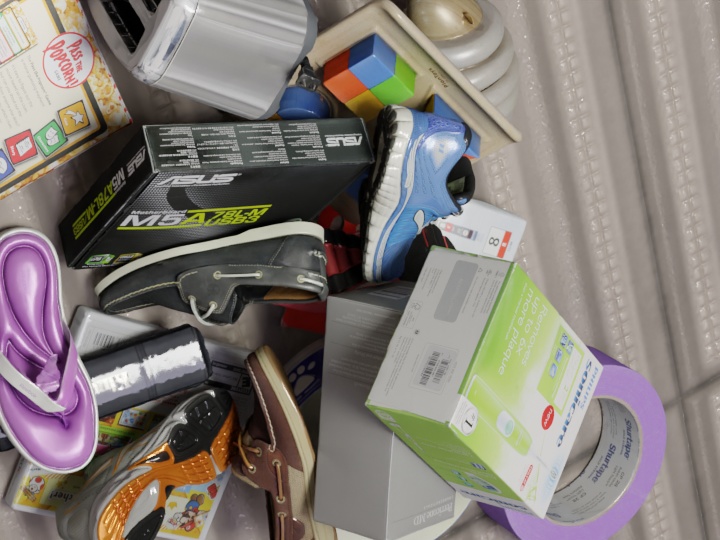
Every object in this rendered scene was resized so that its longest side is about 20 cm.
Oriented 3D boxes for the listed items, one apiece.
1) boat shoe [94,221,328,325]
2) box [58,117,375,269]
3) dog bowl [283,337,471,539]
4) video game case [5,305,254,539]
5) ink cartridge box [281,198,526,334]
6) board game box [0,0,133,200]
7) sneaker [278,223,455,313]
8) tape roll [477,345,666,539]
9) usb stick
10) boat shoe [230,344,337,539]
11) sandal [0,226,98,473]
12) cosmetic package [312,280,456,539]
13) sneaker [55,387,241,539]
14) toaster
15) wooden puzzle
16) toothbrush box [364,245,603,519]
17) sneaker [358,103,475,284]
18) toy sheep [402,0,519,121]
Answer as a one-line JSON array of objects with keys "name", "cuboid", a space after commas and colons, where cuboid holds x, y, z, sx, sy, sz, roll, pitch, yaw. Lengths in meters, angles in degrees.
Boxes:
[{"name": "boat shoe", "cuboid": [-0.123, 0.013, 1.650, 0.199, 0.072, 0.068, -11, 76, 9]}, {"name": "box", "cuboid": [-0.118, -0.061, 1.614, 0.199, 0.193, 0.048, -4, 72, -32]}, {"name": "dog bowl", "cuboid": [0.009, 0.157, 1.803, 0.199, 0.079, 0.201, -5, 112, -12]}, {"name": "video game case", "cuboid": [-0.189, 0.137, 1.739, 0.199, 0.023, 0.183, 17, 99, -37]}, {"name": "ink cartridge box", "cuboid": [0.043, 0.001, 1.816, 0.199, 0.050, 0.163, 14, 100, -39]}, {"name": "board game box", "cuboid": [-0.293, -0.133, 1.549, 0.200, 0.046, 0.152, -32, 122, -19]}, {"name": "sneaker", "cuboid": [0.000, 0.000, 1.761, 0.199, 0.087, 0.074, 0, 70, -35]}, {"name": "tape roll", "cuboid": [0.205, 0.176, 1.979, 0.199, 0.066, 0.201, -13, 115, -28]}, {"name": "usb stick", "cuboid": [-0.220, 0.097, 1.664, 0.199, 0.033, 0.056, -18, 109, -17]}, {"name": "boat shoe", "cuboid": [-0.076, 0.160, 1.704, 0.072, 0.072, 0.201, -17, 119, -4]}, {"name": "sandal", "cuboid": [-0.261, 0.066, 1.608, 0.082, 0.050, 0.204, -15, 93, -16]}, {"name": "cosmetic package", "cuboid": [0.026, 0.116, 1.677, 0.107, 0.090, 0.201, -14, 109, -51]}, {"name": "sneaker", "cuboid": [-0.184, 0.163, 1.697, 0.200, 0.092, 0.076, -43, 122, -41]}, {"name": "toaster", "cuboid": [-0.124, -0.197, 1.542, 0.129, 0.200, 0.114, 12, 122, -36]}, {"name": "wooden puzzle", "cuboid": [0.005, -0.118, 1.661, 0.185, 0.199, 0.046, 41, 40, -32]}, {"name": "toothbrush box", "cuboid": [0.105, 0.093, 1.634, 0.200, 0.086, 0.146, 48, 61, -52]}, {"name": "sneaker", "cuboid": [0.047, -0.054, 1.637, 0.089, 0.079, 0.200, 4, 146, -9]}, {"name": "toy sheep", "cuboid": [0.073, -0.163, 1.726, 0.138, 0.138, 0.201, -30, 138, -19]}]
